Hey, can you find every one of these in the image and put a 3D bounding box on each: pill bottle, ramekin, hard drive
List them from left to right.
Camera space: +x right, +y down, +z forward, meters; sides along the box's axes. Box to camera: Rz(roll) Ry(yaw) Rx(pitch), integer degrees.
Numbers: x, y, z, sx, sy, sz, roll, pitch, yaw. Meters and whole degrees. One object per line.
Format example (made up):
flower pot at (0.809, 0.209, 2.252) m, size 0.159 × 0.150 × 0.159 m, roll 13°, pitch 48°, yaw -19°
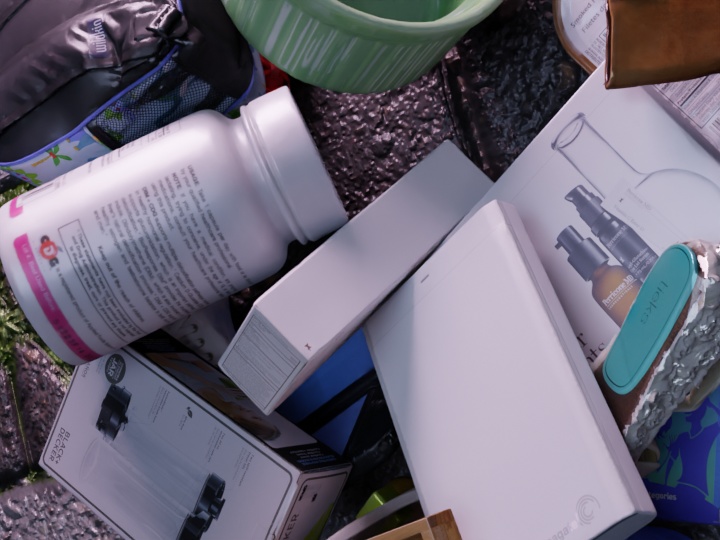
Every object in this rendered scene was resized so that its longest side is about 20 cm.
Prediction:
pill bottle at (-0.115, -0.031, 0.729) m, size 0.199 × 0.113 × 0.114 m, roll -25°, pitch 75°, yaw 2°
ramekin at (-0.002, -0.215, 0.755) m, size 0.202 × 0.198 × 0.098 m, roll 67°, pitch 152°, yaw 14°
hard drive at (0.073, 0.079, 0.651) m, size 0.132 × 0.026 × 0.201 m, roll -45°, pitch 48°, yaw 33°

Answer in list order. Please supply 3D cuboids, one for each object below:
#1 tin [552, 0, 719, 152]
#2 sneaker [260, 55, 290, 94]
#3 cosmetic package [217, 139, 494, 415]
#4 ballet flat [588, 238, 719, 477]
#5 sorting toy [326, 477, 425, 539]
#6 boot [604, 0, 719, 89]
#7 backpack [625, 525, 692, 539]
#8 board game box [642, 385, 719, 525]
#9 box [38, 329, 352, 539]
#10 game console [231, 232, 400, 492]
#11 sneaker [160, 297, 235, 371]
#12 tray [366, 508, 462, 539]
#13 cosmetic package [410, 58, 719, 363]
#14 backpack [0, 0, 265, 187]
tin at (0.205, -0.142, 0.721) m, size 0.112 × 0.042 × 0.200 m, roll -48°, pitch 66°, yaw 16°
sneaker at (-0.073, -0.133, 0.863) m, size 0.200 × 0.078 × 0.116 m, roll 47°, pitch 112°, yaw 22°
cosmetic package at (0.000, 0.000, 0.735) m, size 0.051 × 0.200 × 0.083 m, roll 45°, pitch 143°, yaw 4°
ballet flat at (0.152, 0.075, 0.629) m, size 0.072 × 0.072 × 0.201 m, roll 43°, pitch 115°, yaw 24°
sorting toy at (0.010, 0.220, 0.744) m, size 0.106 × 0.180 × 0.202 m, roll 11°, pitch 94°, yaw 30°
boot at (0.235, -0.113, 0.630) m, size 0.198 × 0.068 × 0.190 m, roll -1°, pitch 87°, yaw -1°
backpack at (0.171, 0.246, 0.638) m, size 0.200 × 0.167 × 0.163 m, roll 43°, pitch 104°, yaw 34°
board game box at (0.169, 0.052, 0.731) m, size 0.151 × 0.045 × 0.202 m, roll -2°, pitch 87°, yaw 31°
box at (-0.114, 0.129, 0.765) m, size 0.199 × 0.060 × 0.118 m, roll 29°, pitch 102°, yaw 31°
game console at (-0.063, 0.096, 0.832) m, size 0.200 × 0.176 × 0.117 m, roll -39°, pitch 100°, yaw 25°
sneaker at (-0.130, 0.060, 0.847) m, size 0.073 × 0.084 × 0.201 m, roll -43°, pitch 46°, yaw 17°
tray at (-0.021, 0.212, 0.639) m, size 0.199 × 0.037 × 0.099 m, roll -26°, pitch 77°, yaw 25°
cosmetic package at (0.139, -0.002, 0.697) m, size 0.200 × 0.052 × 0.151 m, roll -49°, pitch 64°, yaw 21°
backpack at (-0.172, -0.145, 0.808) m, size 0.199 × 0.147 × 0.184 m, roll -31°, pitch 58°, yaw 20°
